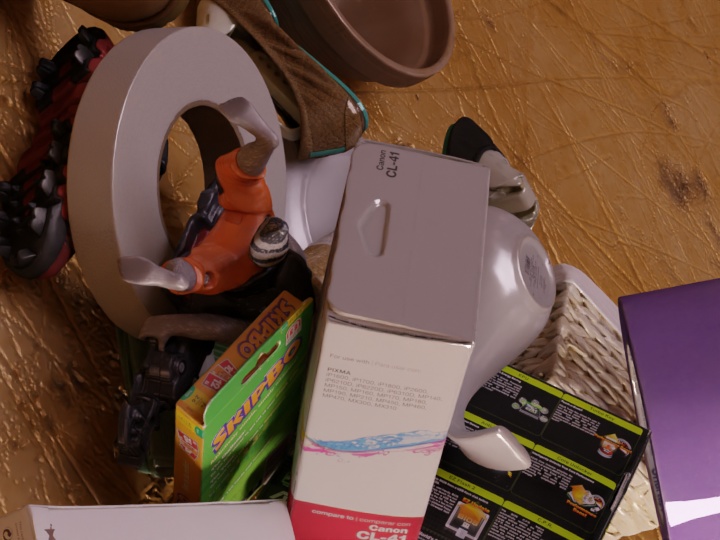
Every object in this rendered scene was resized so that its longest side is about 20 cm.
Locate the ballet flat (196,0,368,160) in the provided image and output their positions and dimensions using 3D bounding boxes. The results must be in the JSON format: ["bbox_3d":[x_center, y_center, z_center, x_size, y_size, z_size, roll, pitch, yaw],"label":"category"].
[{"bbox_3d":[-0.079,-0.153,1.282,0.072,0.068,0.200,-32,69,-22],"label":"ballet flat"}]

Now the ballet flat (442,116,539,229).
[{"bbox_3d":[0.090,-0.028,1.228,0.068,0.068,0.200,48,42,-45],"label":"ballet flat"}]

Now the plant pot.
[{"bbox_3d":[-0.019,-0.228,1.405,0.201,0.093,0.201,32,44,-38],"label":"plant pot"}]

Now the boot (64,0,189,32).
[{"bbox_3d":[-0.224,-0.207,1.063,0.200,0.175,0.066,14,90,-53],"label":"boot"}]

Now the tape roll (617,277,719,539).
[{"bbox_3d":[0.242,0.108,1.229,0.200,0.085,0.200,-11,90,-85],"label":"tape roll"}]

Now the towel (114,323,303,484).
[{"bbox_3d":[-0.084,0.075,1.167,0.200,0.023,0.153,16,55,-48],"label":"towel"}]

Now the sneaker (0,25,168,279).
[{"bbox_3d":[-0.169,-0.063,1.098,0.098,0.071,0.201,39,38,-29],"label":"sneaker"}]

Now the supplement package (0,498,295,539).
[{"bbox_3d":[-0.123,0.213,0.932,0.200,0.111,0.156,8,61,-52],"label":"supplement package"}]

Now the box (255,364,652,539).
[{"bbox_3d":[0.059,0.135,1.104,0.200,0.048,0.193,24,45,12],"label":"box"}]

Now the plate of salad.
[{"bbox_3d":[-0.012,-0.019,1.309,0.200,0.048,0.200,30,50,-42],"label":"plate of salad"}]

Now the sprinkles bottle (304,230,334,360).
[{"bbox_3d":[0.000,0.000,1.202,0.068,0.068,0.200,61,31,-3],"label":"sprinkles bottle"}]

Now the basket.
[{"bbox_3d":[0.163,0.115,1.385,0.200,0.135,0.123,46,40,-25],"label":"basket"}]

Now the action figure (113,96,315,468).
[{"bbox_3d":[-0.076,0.021,1.007,0.194,0.104,0.200,66,39,-64],"label":"action figure"}]

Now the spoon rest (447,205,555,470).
[{"bbox_3d":[0.084,0.042,1.117,0.099,0.061,0.200,50,36,-33],"label":"spoon rest"}]

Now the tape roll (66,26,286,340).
[{"bbox_3d":[-0.111,-0.053,1.097,0.203,0.037,0.203,-5,96,-62],"label":"tape roll"}]

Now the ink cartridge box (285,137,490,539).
[{"bbox_3d":[0.013,0.049,1.006,0.085,0.200,0.148,11,46,-3],"label":"ink cartridge box"}]

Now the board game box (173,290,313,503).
[{"bbox_3d":[-0.070,0.089,1.013,0.030,0.200,0.096,36,61,12],"label":"board game box"}]
